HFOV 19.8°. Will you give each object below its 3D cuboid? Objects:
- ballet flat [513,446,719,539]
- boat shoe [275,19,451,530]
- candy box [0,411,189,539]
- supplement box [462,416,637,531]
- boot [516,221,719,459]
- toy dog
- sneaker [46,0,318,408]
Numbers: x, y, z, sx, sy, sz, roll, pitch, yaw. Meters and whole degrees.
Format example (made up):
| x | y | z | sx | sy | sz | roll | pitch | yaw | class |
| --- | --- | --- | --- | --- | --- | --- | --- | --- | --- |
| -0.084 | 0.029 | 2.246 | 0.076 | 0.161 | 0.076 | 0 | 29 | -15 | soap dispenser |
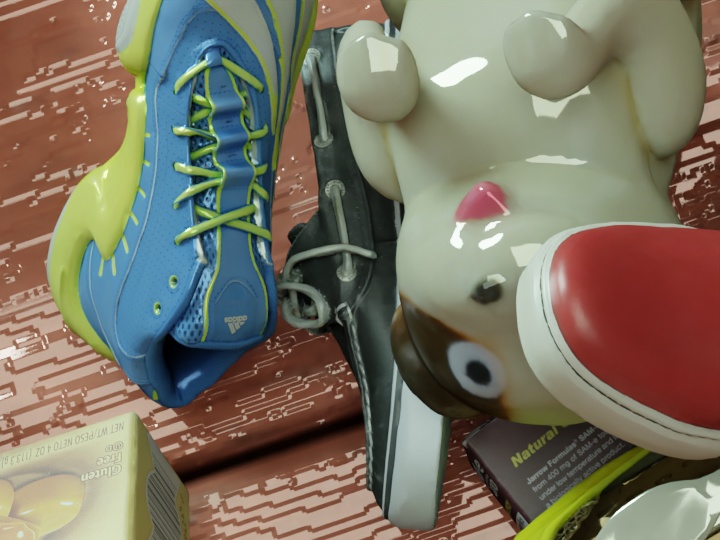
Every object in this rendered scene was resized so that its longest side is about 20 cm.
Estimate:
| x | y | z | sx | sy | sz | roll | pitch | yaw | class |
| --- | --- | --- | --- | --- | --- | --- | --- | --- | --- |
| 0.134 | 0.066 | 0.693 | 0.199 | 0.067 | 0.067 | -32 | 76 | -6 | ballet flat |
| 0.000 | -0.001 | 0.779 | 0.068 | 0.074 | 0.201 | -2 | 77 | 1 | boat shoe |
| -0.120 | 0.152 | 0.710 | 0.115 | 0.055 | 0.201 | -18 | 41 | 12 | candy box |
| 0.139 | 0.110 | 0.747 | 0.109 | 0.061 | 0.200 | -37 | 77 | -5 | supplement box |
| 0.156 | 0.003 | 0.593 | 0.199 | 0.144 | 0.073 | 9 | 63 | -28 | boot |
| 0.058 | -0.045 | 0.715 | 0.138 | 0.194 | 0.201 | -3 | 63 | 13 | toy dog |
| -0.047 | -0.034 | 0.745 | 0.075 | 0.201 | 0.105 | -4 | 43 | -36 | sneaker |
